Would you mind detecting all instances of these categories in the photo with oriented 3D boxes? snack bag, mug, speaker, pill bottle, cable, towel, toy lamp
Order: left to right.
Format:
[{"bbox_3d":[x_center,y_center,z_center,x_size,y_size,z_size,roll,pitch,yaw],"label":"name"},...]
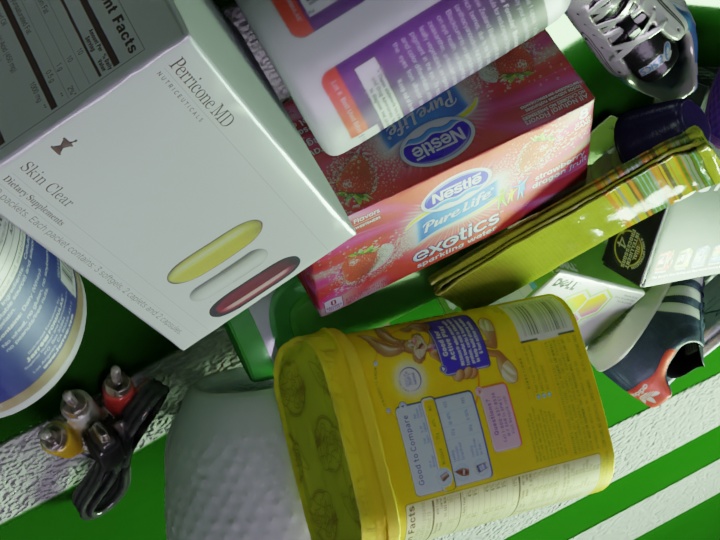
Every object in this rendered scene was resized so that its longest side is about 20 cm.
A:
[{"bbox_3d":[-0.223,-0.011,0.718,0.115,0.116,0.200,-29,151,-3],"label":"pill bottle"},{"bbox_3d":[-0.189,0.124,1.067,0.097,0.050,0.200,-39,168,-20],"label":"cable"},{"bbox_3d":[-0.082,0.159,1.022,0.146,0.178,0.199,-12,-169,-37],"label":"mug"},{"bbox_3d":[0.000,0.000,0.980,0.198,0.089,0.089,-26,151,-9],"label":"speaker"},{"bbox_3d":[0.040,-0.156,0.742,0.199,0.112,0.112,-31,152,1],"label":"pill bottle"},{"bbox_3d":[0.144,-0.026,0.940,0.199,0.018,0.086,-30,154,15],"label":"towel"},{"bbox_3d":[0.154,-0.061,0.995,0.058,0.059,0.199,2,157,-44],"label":"toy lamp"},{"bbox_3d":[0.348,0.015,1.301,0.189,0.021,0.200,-46,179,29],"label":"snack bag"}]

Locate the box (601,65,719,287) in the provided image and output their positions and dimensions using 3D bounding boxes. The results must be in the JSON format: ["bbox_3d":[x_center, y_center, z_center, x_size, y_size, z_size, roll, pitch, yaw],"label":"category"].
[{"bbox_3d":[0.286,-0.077,1.111,0.198,0.049,0.163,-6,120,-40],"label":"box"}]

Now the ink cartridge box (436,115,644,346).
[{"bbox_3d":[0.173,-0.017,1.124,0.200,0.076,0.147,-44,149,25],"label":"ink cartridge box"}]

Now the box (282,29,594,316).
[{"bbox_3d":[0.037,-0.070,0.891,0.198,0.096,0.100,-25,150,-10],"label":"box"}]

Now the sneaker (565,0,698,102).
[{"bbox_3d":[0.165,-0.162,0.893,0.072,0.073,0.199,-38,149,18],"label":"sneaker"}]

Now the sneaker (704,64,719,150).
[{"bbox_3d":[0.271,-0.175,0.947,0.088,0.080,0.202,9,112,-37],"label":"sneaker"}]

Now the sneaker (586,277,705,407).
[{"bbox_3d":[0.269,0.038,1.226,0.200,0.084,0.075,-48,-177,-34],"label":"sneaker"}]

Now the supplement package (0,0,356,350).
[{"bbox_3d":[-0.110,-0.082,0.670,0.110,0.157,0.200,-33,151,5],"label":"supplement package"}]

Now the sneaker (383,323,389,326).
[{"bbox_3d":[-0.008,0.101,1.086,0.075,0.070,0.202,-17,126,-51],"label":"sneaker"}]

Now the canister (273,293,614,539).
[{"bbox_3d":[0.058,0.100,0.941,0.198,0.150,0.086,-10,169,-27],"label":"canister"}]
